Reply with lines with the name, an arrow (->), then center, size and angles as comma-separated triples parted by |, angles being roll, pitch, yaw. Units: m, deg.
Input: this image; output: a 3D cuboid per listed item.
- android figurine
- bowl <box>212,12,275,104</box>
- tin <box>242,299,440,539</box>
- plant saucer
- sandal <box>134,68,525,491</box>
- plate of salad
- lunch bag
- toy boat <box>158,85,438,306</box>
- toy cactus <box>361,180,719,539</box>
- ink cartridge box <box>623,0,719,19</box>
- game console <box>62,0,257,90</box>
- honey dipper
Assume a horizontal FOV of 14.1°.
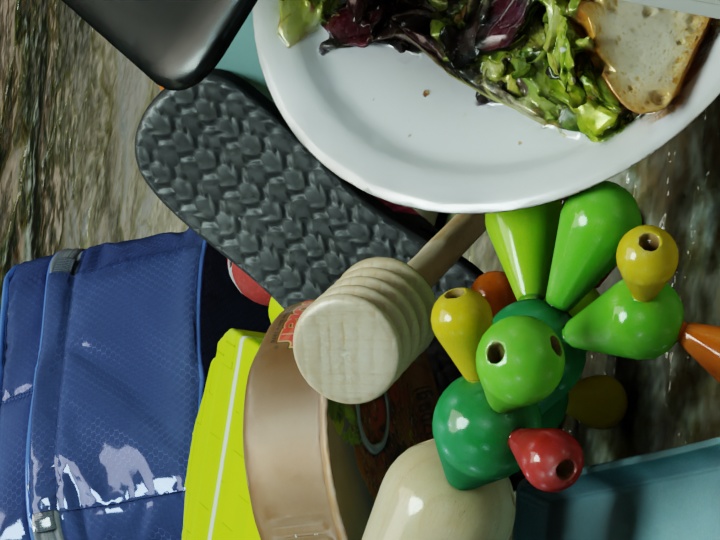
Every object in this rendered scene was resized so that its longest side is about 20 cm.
android figurine -> -0.035, 0.093, 1.198 | 0.200, 0.041, 0.184 | -161, 79, -74
bowl -> 0.016, -0.132, 1.118 | 0.202, 0.105, 0.201 | -57, -4, -7
tin -> 0.007, 0.104, 1.034 | 0.112, 0.042, 0.201 | -62, -41, -62
plant saucer -> 0.089, 0.098, 0.970 | 0.200, 0.019, 0.070 | 151, 125, -73
sandal -> 0.000, 0.000, 1.098 | 0.075, 0.200, 0.045 | -44, 1, 17
plate of salad -> 0.048, -0.115, 0.960 | 0.048, 0.199, 0.202 | 39, -133, -55
lunch bag -> -0.108, 0.076, 1.397 | 0.136, 0.131, 0.201 | 54, -151, -52
toy boat -> -0.028, -0.083, 1.282 | 0.131, 0.130, 0.201 | -132, 52, -71
toy cactus -> 0.054, 0.049, 0.950 | 0.166, 0.102, 0.200 | -60, 5, 9
ink cartridge box -> 0.097, -0.144, 0.880 | 0.068, 0.115, 0.201 | 121, 153, -56
game console -> -0.025, -0.165, 0.973 | 0.201, 0.116, 0.176 | -57, -12, 8
honey dipper -> 0.027, -0.002, 1.022 | 0.200, 0.038, 0.038 | -40, -33, -65
